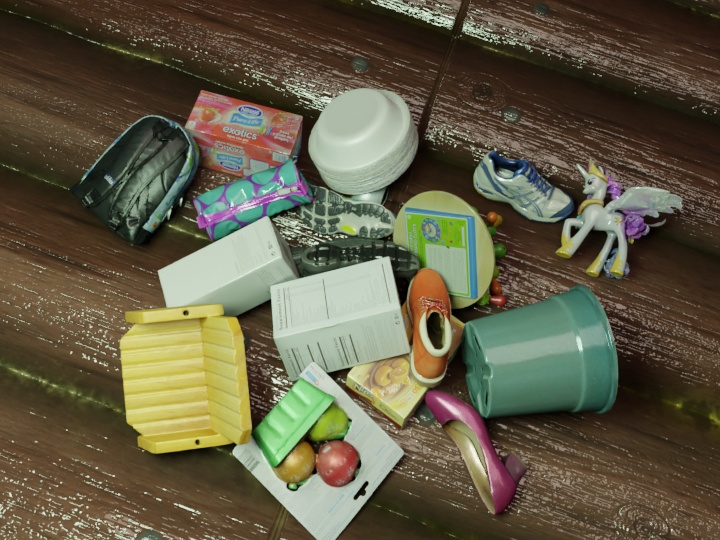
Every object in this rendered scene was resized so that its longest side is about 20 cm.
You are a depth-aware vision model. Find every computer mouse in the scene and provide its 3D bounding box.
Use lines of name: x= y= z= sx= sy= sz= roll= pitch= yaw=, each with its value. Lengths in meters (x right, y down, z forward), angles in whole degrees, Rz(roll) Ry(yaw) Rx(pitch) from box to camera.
computer mouse: x=0.036 y=-0.199 z=1.518 sx=0.107 sy=0.044 sz=0.203 roll=16 pitch=59 yaw=1

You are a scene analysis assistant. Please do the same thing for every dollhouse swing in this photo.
dollhouse swing: x=-0.252 y=0.157 z=1.147 sx=0.177 sy=0.176 sz=0.205 roll=-5 pitch=92 yaw=-11

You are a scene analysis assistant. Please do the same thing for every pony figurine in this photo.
pony figurine: x=0.457 y=-0.089 z=1.460 sx=0.189 sy=0.167 sz=0.204 roll=19 pitch=75 yaw=9

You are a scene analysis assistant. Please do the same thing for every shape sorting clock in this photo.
shape sorting clock: x=0.137 y=-0.034 z=1.349 sx=0.199 sy=0.202 sz=0.039 roll=38 pitch=38 yaw=16

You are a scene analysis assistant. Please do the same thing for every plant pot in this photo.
plant pot: x=0.268 y=0.139 z=1.263 sx=0.191 sy=0.202 sz=0.204 roll=-9 pitch=60 yaw=-8

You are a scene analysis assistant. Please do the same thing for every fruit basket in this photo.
fruit basket: x=-0.062 y=0.272 z=1.212 sx=0.200 sy=0.094 sz=0.186 roll=45 pitch=70 yaw=-5

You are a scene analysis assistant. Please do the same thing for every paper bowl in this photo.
paper bowl: x=-0.001 y=-0.246 z=1.466 sx=0.196 sy=0.105 sz=0.204 roll=-13 pitch=51 yaw=16

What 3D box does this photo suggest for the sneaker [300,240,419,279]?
sneaker: x=0.000 y=0.000 z=1.339 sx=0.195 sy=0.081 sz=0.076 roll=1 pitch=37 yaw=4

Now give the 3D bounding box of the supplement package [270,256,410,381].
supplement package: x=-0.032 y=0.076 z=1.267 sx=0.195 sy=0.111 sz=0.115 roll=-13 pitch=45 yaw=3

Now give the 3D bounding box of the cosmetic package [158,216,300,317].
cosmetic package: x=-0.206 y=0.011 z=1.289 sx=0.196 sy=0.108 sz=0.086 roll=-24 pitch=63 yaw=3

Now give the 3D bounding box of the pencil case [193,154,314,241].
pencil case: x=-0.184 y=-0.123 z=1.394 sx=0.196 sy=0.093 sz=0.087 roll=-22 pitch=106 yaw=0

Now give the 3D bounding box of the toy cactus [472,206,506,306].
toy cactus: x=0.176 y=-0.027 z=1.416 sx=0.161 sy=0.103 sz=0.205 roll=-5 pitch=68 yaw=1

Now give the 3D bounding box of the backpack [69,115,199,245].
backpack: x=-0.365 y=-0.166 z=1.385 sx=0.162 sy=0.154 sz=0.202 roll=35 pitch=99 yaw=11

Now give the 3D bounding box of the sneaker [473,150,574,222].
sneaker: x=0.307 y=-0.155 z=1.503 sx=0.196 sy=0.089 sz=0.076 roll=19 pitch=56 yaw=3

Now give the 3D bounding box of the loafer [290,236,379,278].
loafer: x=-0.058 y=-0.013 z=1.395 sx=0.195 sy=0.064 sz=0.072 roll=-10 pitch=20 yaw=-14

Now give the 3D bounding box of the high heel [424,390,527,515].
high heel: x=0.161 y=0.273 z=1.237 sx=0.199 sy=0.068 sz=0.096 roll=39 pitch=51 yaw=11

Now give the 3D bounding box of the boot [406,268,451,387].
boot: x=0.114 y=0.067 z=1.269 sx=0.073 sy=0.108 sz=0.204 roll=2 pitch=56 yaw=-3

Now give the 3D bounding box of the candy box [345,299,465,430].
candy box: x=0.078 y=0.141 z=1.314 sx=0.114 sy=0.056 sz=0.200 roll=34 pitch=60 yaw=13

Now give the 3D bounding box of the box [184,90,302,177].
box: x=-0.209 y=-0.237 z=1.476 sx=0.195 sy=0.103 sz=0.096 roll=14 pitch=58 yaw=3

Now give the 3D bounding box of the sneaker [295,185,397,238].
sneaker: x=-0.025 y=-0.098 z=1.441 sx=0.196 sy=0.079 sz=0.079 roll=17 pitch=102 yaw=17
